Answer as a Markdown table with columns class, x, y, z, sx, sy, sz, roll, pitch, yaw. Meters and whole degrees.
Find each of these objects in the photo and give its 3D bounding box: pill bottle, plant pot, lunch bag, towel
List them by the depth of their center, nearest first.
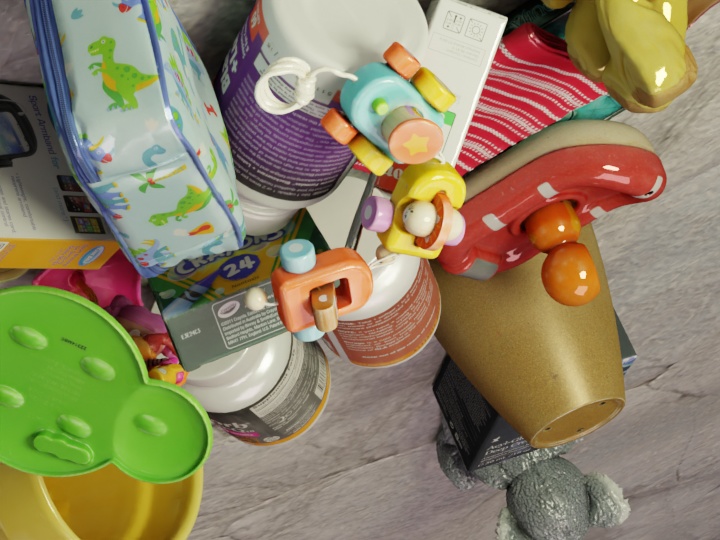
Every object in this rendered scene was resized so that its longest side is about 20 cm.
| class | x | y | z | sx | sy | sz | roll | pitch | yaw |
| --- | --- | --- | --- | --- | --- | --- | --- | --- | --- |
| lunch bag | -0.133 | -0.100 | 1.106 | 0.082 | 0.161 | 0.200 | -16 | 156 | 4 |
| pill bottle | -0.044 | -0.111 | 1.227 | 0.111 | 0.112 | 0.200 | -9 | 152 | -32 |
| towel | 0.087 | -0.116 | 1.379 | 0.200 | 0.023 | 0.144 | -29 | 155 | 30 |
| pill bottle | 0.000 | 0.000 | 1.507 | 0.112 | 0.112 | 0.200 | -24 | 157 | 0 |
| plant pot | -0.264 | 0.170 | 1.539 | 0.189 | 0.201 | 0.201 | -21 | 162 | 35 |
| pill bottle | -0.102 | 0.073 | 1.561 | 0.116 | 0.117 | 0.200 | -26 | 157 | 6 |
| plant pot | 0.153 | 0.052 | 1.656 | 0.186 | 0.200 | 0.186 | -20 | 158 | -8 |

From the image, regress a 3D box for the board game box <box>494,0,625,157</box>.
| class | x | y | z | sx | sy | sz | roll | pitch | yaw |
| --- | --- | --- | --- | --- | --- | --- | --- | --- | --- |
| board game box | 0.137 | -0.145 | 1.434 | 0.135 | 0.028 | 0.200 | -31 | 156 | 16 |

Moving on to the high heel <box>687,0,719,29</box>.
| class | x | y | z | sx | sy | sz | roll | pitch | yaw |
| --- | --- | --- | --- | --- | --- | --- | --- | --- | --- |
| high heel | 0.259 | -0.196 | 1.332 | 0.067 | 0.096 | 0.200 | -3 | 143 | -43 |

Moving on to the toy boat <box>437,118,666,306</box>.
| class | x | y | z | sx | sy | sz | roll | pitch | yaw |
| --- | --- | --- | --- | --- | --- | --- | --- | --- | --- |
| toy boat | 0.159 | -0.033 | 1.494 | 0.200 | 0.131 | 0.130 | -32 | 157 | 25 |

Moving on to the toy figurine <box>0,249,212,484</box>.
| class | x | y | z | sx | sy | sz | roll | pitch | yaw |
| --- | --- | --- | --- | --- | --- | --- | --- | --- | --- |
| toy figurine | -0.185 | 0.051 | 1.356 | 0.200 | 0.184 | 0.150 | 23 | 116 | -3 |

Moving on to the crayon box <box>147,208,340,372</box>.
| class | x | y | z | sx | sy | sz | roll | pitch | yaw |
| --- | --- | --- | --- | --- | --- | --- | --- | --- | --- |
| crayon box | -0.097 | -0.016 | 1.346 | 0.125 | 0.200 | 0.052 | -22 | 121 | -6 |

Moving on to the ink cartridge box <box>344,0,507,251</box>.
| class | x | y | z | sx | sy | sz | roll | pitch | yaw |
| --- | --- | --- | --- | --- | --- | --- | --- | --- | --- |
| ink cartridge box | 0.040 | -0.084 | 1.250 | 0.050 | 0.200 | 0.109 | 18 | -174 | -3 |

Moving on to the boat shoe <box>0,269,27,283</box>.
| class | x | y | z | sx | sy | sz | roll | pitch | yaw |
| --- | --- | --- | --- | --- | --- | --- | --- | --- | --- |
| boat shoe | -0.319 | -0.013 | 1.234 | 0.200 | 0.073 | 0.063 | 3 | 153 | -37 |

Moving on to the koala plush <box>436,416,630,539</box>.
| class | x | y | z | sx | sy | sz | roll | pitch | yaw |
| --- | --- | --- | --- | --- | --- | --- | --- | --- | --- |
| koala plush | 0.193 | 0.228 | 2.071 | 0.177 | 0.200 | 0.184 | -22 | 157 | -4 |

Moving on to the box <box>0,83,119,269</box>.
| class | x | y | z | sx | sy | sz | roll | pitch | yaw |
| --- | --- | --- | --- | --- | --- | --- | --- | --- | --- |
| box | -0.232 | -0.060 | 1.145 | 0.200 | 0.119 | 0.041 | 3 | 147 | -46 |

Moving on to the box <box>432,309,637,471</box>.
| class | x | y | z | sx | sy | sz | roll | pitch | yaw |
| --- | --- | --- | --- | --- | --- | --- | --- | --- | --- |
| box | 0.177 | 0.106 | 1.914 | 0.148 | 0.107 | 0.200 | -16 | 155 | -17 |

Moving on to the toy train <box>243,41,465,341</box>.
| class | x | y | z | sx | sy | sz | roll | pitch | yaw |
| --- | --- | --- | --- | --- | --- | --- | --- | --- | --- |
| toy train | 0.000 | -0.040 | 1.142 | 0.150 | 0.056 | 0.200 | -15 | 127 | -15 |

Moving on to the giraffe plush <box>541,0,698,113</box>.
| class | x | y | z | sx | sy | sz | roll | pitch | yaw |
| --- | --- | --- | --- | --- | --- | --- | --- | --- | --- |
| giraffe plush | 0.201 | -0.224 | 1.214 | 0.162 | 0.173 | 0.200 | -33 | 123 | -4 |
